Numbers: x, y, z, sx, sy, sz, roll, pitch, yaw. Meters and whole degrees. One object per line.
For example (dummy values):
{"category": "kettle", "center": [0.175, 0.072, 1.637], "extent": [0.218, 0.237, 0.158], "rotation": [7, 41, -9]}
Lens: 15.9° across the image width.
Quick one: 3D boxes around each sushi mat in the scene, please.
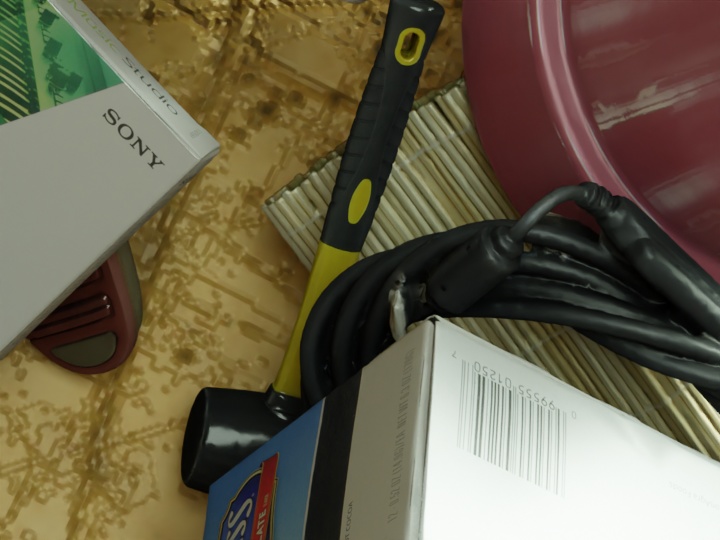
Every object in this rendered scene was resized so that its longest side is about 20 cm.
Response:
{"category": "sushi mat", "center": [0.058, 0.029, 0.944], "extent": [0.096, 0.012, 0.200], "rotation": [-33, 101, 20]}

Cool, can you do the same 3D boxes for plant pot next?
{"category": "plant pot", "center": [0.162, -0.089, 0.877], "extent": [0.200, 0.179, 0.200], "rotation": [5, 79, -27]}

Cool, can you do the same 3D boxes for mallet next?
{"category": "mallet", "center": [0.000, 0.000, 0.917], "extent": [0.066, 0.041, 0.200], "rotation": [20, 110, -16]}

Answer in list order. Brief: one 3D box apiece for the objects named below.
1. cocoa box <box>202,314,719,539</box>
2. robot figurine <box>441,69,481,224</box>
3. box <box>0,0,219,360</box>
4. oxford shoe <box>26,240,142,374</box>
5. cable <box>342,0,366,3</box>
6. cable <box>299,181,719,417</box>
{"category": "cocoa box", "center": [0.058, 0.133, 0.843], "extent": [0.200, 0.131, 0.133], "rotation": [27, 47, -25]}
{"category": "robot figurine", "center": [0.108, -0.074, 0.994], "extent": [0.145, 0.058, 0.200], "rotation": [32, 74, -7]}
{"category": "box", "center": [-0.168, -0.026, 0.882], "extent": [0.200, 0.036, 0.144], "rotation": [-43, 92, 12]}
{"category": "oxford shoe", "center": [-0.118, -0.062, 0.933], "extent": [0.075, 0.070, 0.200], "rotation": [-36, 108, -54]}
{"category": "cable", "center": [-0.071, -0.154, 0.892], "extent": [0.200, 0.200, 0.069], "rotation": [24, 98, 8]}
{"category": "cable", "center": [0.075, 0.062, 0.893], "extent": [0.200, 0.163, 0.051], "rotation": [41, 31, -26]}
